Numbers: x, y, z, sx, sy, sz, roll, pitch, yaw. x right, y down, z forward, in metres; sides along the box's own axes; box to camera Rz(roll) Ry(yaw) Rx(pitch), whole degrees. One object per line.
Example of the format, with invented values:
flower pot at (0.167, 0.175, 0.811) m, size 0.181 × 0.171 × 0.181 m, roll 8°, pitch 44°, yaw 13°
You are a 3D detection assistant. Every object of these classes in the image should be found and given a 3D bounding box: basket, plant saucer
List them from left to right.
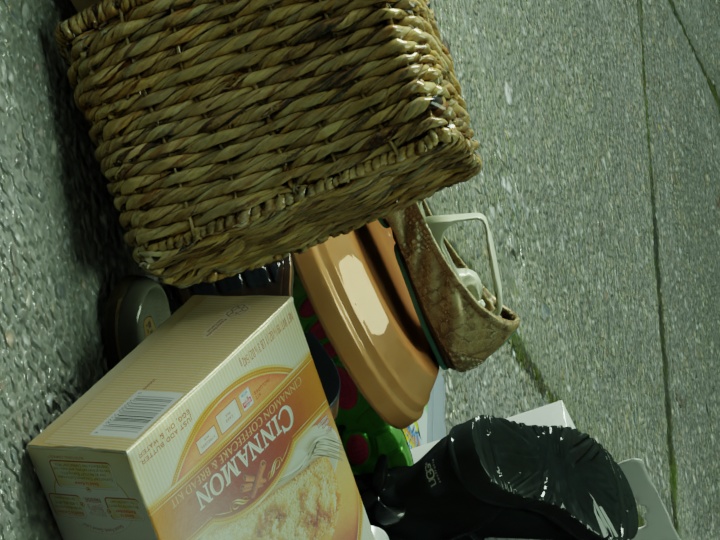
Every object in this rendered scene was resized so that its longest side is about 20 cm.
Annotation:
basket at (-0.046, -0.093, 1.568) m, size 0.143 × 0.199 × 0.150 m, roll 35°, pitch 34°, yaw -77°
plant saucer at (0.000, 0.000, 1.743) m, size 0.201 × 0.037 × 0.200 m, roll 61°, pitch 11°, yaw -20°

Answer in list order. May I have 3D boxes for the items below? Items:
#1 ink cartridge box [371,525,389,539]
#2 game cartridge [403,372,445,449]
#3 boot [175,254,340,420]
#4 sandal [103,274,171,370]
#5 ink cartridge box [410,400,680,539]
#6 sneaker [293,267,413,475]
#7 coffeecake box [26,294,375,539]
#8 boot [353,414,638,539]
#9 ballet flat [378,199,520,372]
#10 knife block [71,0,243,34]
ink cartridge box at (-0.013, 0.274, 1.658) m, size 0.200 × 0.084 × 0.146 m, roll -81°, pitch 155°, yaw -45°
game cartridge at (0.016, 0.090, 1.943) m, size 0.200 × 0.040 × 0.134 m, roll 56°, pitch 32°, yaw -51°
boot at (-0.067, 0.045, 1.647) m, size 0.097 × 0.074 × 0.200 m, roll 93°, pitch -20°, yaw -45°
sandal at (-0.088, 0.093, 1.577) m, size 0.082 × 0.054 × 0.201 m, roll -53°, pitch 130°, yaw -67°
ink cartridge box at (0.102, 0.160, 1.883) m, size 0.115 × 0.199 × 0.068 m, roll 61°, pitch 15°, yaw -47°
sneaker at (-0.011, 0.074, 1.801) m, size 0.084 × 0.076 × 0.201 m, roll -76°, pitch 154°, yaw -57°
coffeecake box at (-0.074, 0.137, 1.489) m, size 0.154 × 0.073 × 0.201 m, roll -44°, pitch 124°, yaw -44°
boot at (0.060, 0.155, 1.769) m, size 0.198 × 0.162 × 0.074 m, roll 20°, pitch 50°, yaw -48°
ballet flat at (0.041, -0.034, 1.740) m, size 0.201 × 0.065 × 0.071 m, roll 63°, pitch 8°, yaw -17°
knife block at (-0.080, -0.189, 1.561) m, size 0.200 × 0.175 × 0.064 m, roll 60°, pitch 19°, yaw -46°
